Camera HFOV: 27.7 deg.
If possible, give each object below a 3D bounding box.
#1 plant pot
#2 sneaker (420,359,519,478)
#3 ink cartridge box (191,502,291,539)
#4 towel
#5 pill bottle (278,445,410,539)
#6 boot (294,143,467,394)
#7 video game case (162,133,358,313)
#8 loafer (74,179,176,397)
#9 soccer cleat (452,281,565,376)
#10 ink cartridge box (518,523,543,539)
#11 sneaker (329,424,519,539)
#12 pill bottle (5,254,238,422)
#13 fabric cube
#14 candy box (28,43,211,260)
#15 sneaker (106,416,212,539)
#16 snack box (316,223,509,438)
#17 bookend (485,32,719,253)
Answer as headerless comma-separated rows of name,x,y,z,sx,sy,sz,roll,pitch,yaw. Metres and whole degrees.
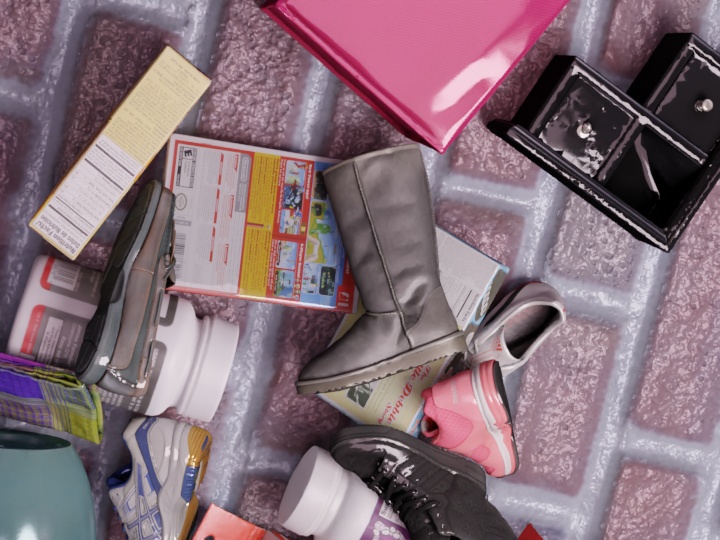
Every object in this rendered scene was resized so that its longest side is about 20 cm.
plant pot,-0.333,0.232,1.333,0.197,0.201,0.164,6,91,-8
sneaker,0.101,0.144,1.394,0.086,0.201,0.075,-11,60,6
ink cartridge box,-0.082,0.320,1.425,0.199,0.050,0.110,31,84,-22
towel,-0.334,0.108,1.330,0.197,0.144,0.023,12,62,0
pill bottle,0.024,0.251,1.420,0.198,0.112,0.113,27,95,-11
boot,-0.001,0.000,1.354,0.179,0.073,0.203,-18,88,-1
video game case,-0.091,-0.043,1.376,0.197,0.017,0.145,8,85,-15
loafer,-0.195,0.018,1.293,0.062,0.072,0.202,28,60,-23
soccer cleat,0.115,0.082,1.416,0.199,0.085,0.069,-35,102,-1
ink cartridge box,0.114,0.344,1.423,0.050,0.161,0.201,33,94,-16
sneaker,0.060,0.218,1.348,0.198,0.105,0.060,21,138,-21
pill bottle,-0.221,0.068,1.356,0.197,0.114,0.115,18,97,-10
fabric cube,0.048,-0.248,1.294,0.196,0.200,0.200,40,92,-13
candy box,-0.216,-0.111,1.325,0.055,0.115,0.201,37,93,-11
sneaker,-0.202,0.225,1.403,0.087,0.075,0.202,17,113,5
snack box,0.045,0.056,1.400,0.115,0.037,0.202,31,96,23
bookend,0.261,-0.158,1.391,0.198,0.092,0.201,35,93,-11
